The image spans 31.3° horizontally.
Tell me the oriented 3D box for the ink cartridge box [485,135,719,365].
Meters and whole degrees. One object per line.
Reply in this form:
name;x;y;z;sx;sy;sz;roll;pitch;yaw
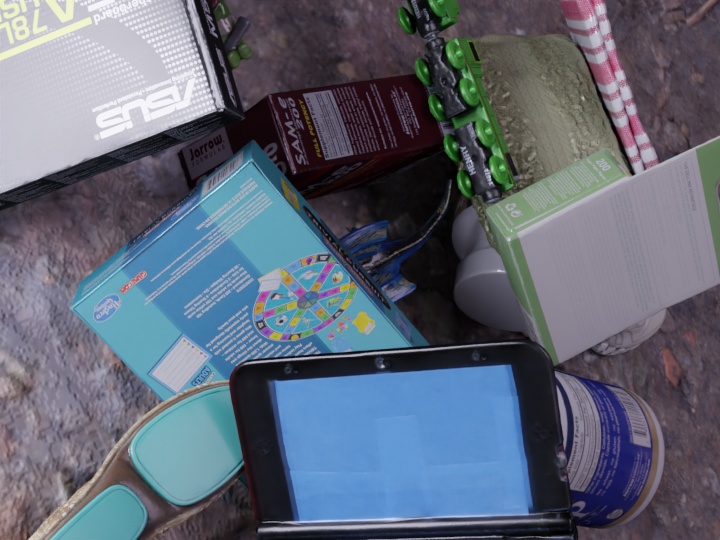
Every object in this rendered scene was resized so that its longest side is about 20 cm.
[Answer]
ink cartridge box;0.206;-0.027;0.966;0.048;0.199;0.146;60;-4;49

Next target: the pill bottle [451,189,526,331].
pill bottle;0.139;-0.057;1.089;0.115;0.115;0.201;34;53;-30

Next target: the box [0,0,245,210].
box;-0.188;-0.149;0.757;0.047;0.198;0.195;17;56;-76

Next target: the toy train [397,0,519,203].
toy train;0.071;-0.145;0.960;0.056;0.042;0.202;-14;83;-58

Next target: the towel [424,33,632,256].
towel;0.138;-0.108;1.029;0.147;0.037;0.201;-9;65;-18

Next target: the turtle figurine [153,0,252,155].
turtle figurine;-0.108;-0.177;0.841;0.144;0.193;0.201;46;44;-32

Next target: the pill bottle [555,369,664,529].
pill bottle;0.134;0.133;1.007;0.199;0.119;0.121;17;63;-38

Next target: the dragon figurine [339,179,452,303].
dragon figurine;0.000;0.000;0.917;0.199;0.099;0.059;-26;95;-12

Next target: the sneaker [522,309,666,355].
sneaker;0.227;0.033;1.167;0.199;0.081;0.076;3;70;-45

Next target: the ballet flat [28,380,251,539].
ballet flat;-0.138;0.137;0.777;0.200;0.065;0.071;-38;92;-37

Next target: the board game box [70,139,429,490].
board game box;-0.063;0.041;0.833;0.200;0.151;0.047;49;12;-19

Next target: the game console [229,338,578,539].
game console;0.016;0.147;0.726;0.119;0.198;0.173;67;25;-43

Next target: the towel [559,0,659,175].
towel;0.215;-0.145;1.072;0.146;0.030;0.201;-75;144;-77

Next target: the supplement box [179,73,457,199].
supplement box;-0.022;-0.094;0.953;0.199;0.108;0.061;-16;85;-46
